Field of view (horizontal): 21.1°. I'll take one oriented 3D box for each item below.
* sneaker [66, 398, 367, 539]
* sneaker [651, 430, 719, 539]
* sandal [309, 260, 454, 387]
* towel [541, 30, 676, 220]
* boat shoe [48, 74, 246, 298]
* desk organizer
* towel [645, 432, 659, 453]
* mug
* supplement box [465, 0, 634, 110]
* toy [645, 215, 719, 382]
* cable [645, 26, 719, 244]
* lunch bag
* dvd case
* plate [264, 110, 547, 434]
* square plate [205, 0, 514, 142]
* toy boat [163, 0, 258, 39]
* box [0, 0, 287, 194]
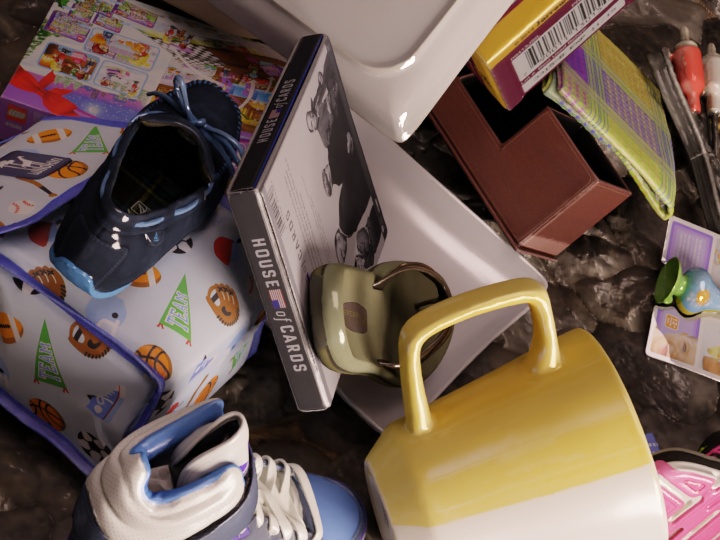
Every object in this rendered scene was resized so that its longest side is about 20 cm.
[{"bbox_3d":[-0.064,0.128,1.086,0.199,0.147,0.081,-5,57,-29],"label":"sneaker"},{"bbox_3d":[0.230,0.142,1.249,0.199,0.074,0.088,21,34,-44],"label":"sneaker"},{"bbox_3d":[0.026,0.030,1.170,0.201,0.057,0.080,-2,79,-71],"label":"sandal"},{"bbox_3d":[0.180,-0.131,1.426,0.144,0.023,0.200,42,24,-21],"label":"towel"},{"bbox_3d":[-0.105,-0.055,1.099,0.084,0.069,0.201,32,37,-9],"label":"boat shoe"},{"bbox_3d":[0.102,-0.111,1.381,0.201,0.077,0.072,58,21,22],"label":"desk organizer"},{"bbox_3d":[0.172,0.197,1.234,0.144,0.024,0.201,-4,58,-30],"label":"towel"},{"bbox_3d":[0.080,0.112,1.159,0.152,0.149,0.188,-18,82,-6],"label":"mug"},{"bbox_3d":[0.078,-0.232,1.317,0.131,0.103,0.200,-40,72,2],"label":"supplement box"},{"bbox_3d":[0.310,0.037,1.396,0.199,0.047,0.116,19,64,-9],"label":"toy"},{"bbox_3d":[0.269,-0.103,1.479,0.097,0.050,0.201,37,33,-42],"label":"cable"},{"bbox_3d":[-0.164,-0.001,1.150,0.200,0.124,0.170,37,38,9],"label":"lunch bag"},{"bbox_3d":[-0.028,-0.033,1.169,0.025,0.151,0.200,-7,30,17],"label":"dvd case"},{"bbox_3d":[0.000,0.000,1.293,0.200,0.032,0.199,42,49,8],"label":"plate"},{"bbox_3d":[0.010,-0.217,1.254,0.198,0.028,0.200,37,86,15],"label":"square plate"},{"bbox_3d":[-0.088,-0.245,1.338,0.199,0.131,0.130,27,19,11],"label":"toy boat"},{"bbox_3d":[-0.127,-0.112,1.285,0.199,0.039,0.137,19,44,-1],"label":"box"}]
